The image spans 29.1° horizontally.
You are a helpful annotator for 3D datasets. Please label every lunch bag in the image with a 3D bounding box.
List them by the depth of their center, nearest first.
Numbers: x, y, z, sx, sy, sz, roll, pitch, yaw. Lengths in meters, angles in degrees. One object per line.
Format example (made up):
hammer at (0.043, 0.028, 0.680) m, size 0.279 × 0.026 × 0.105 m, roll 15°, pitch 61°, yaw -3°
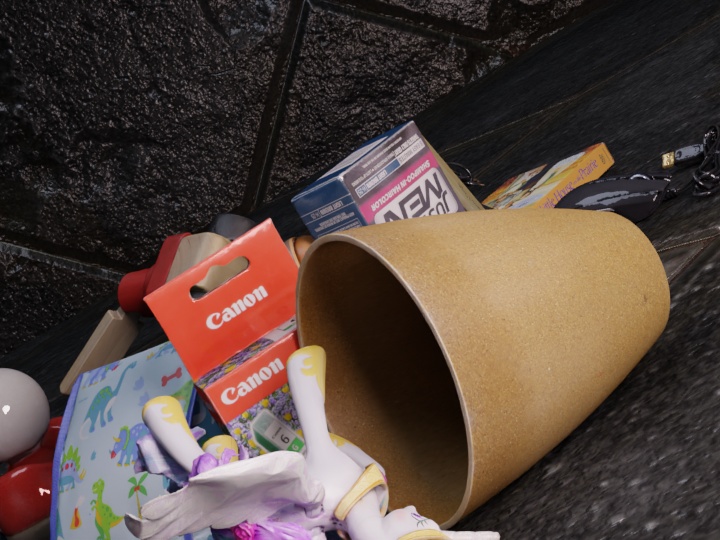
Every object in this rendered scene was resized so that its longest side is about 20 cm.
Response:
lunch bag at (-0.146, 0.164, 1.037) m, size 0.169 × 0.127 × 0.201 m, roll -23°, pitch 42°, yaw 37°

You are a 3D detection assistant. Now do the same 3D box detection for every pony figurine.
pony figurine at (-0.047, 0.135, 0.767) m, size 0.192 × 0.168 × 0.200 m, roll -17°, pitch 34°, yaw -25°

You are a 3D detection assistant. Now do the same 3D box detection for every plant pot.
plant pot at (0.090, 0.038, 0.869) m, size 0.199 × 0.188 × 0.186 m, roll -20°, pitch 4°, yaw -28°

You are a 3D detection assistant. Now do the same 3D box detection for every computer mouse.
computer mouse at (0.249, -0.082, 1.272) m, size 0.199 × 0.046 × 0.140 m, roll -24°, pitch 13°, yaw 35°

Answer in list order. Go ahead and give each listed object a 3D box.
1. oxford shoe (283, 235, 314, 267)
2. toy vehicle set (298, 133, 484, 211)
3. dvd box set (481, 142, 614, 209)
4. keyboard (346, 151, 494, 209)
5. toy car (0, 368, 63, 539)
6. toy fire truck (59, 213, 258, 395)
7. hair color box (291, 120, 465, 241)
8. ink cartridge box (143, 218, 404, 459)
oxford shoe at (0.000, 0.000, 1.073) m, size 0.071 × 0.072 × 0.200 m, roll -27°, pitch -16°, yaw 17°
toy vehicle set at (0.049, -0.035, 1.263) m, size 0.124 × 0.200 × 0.027 m, roll -29°, pitch 46°, yaw 18°
dvd box set at (0.165, -0.063, 1.478) m, size 0.146 × 0.030 × 0.200 m, roll -20°, pitch 14°, yaw 47°
keyboard at (0.061, -0.067, 1.280) m, size 0.104 × 0.199 × 0.040 m, roll -47°, pitch 39°, yaw 33°
toy car at (-0.338, 0.160, 1.387) m, size 0.183 × 0.201 × 0.177 m, roll -28°, pitch 10°, yaw 12°
toy fire truck at (-0.136, 0.058, 1.149) m, size 0.199 × 0.176 × 0.129 m, roll -8°, pitch 55°, yaw 40°
hair color box at (0.045, 0.004, 1.013) m, size 0.060 × 0.201 × 0.100 m, roll -21°, pitch 14°, yaw 46°
ink cartridge box at (-0.047, 0.077, 0.930) m, size 0.109 × 0.201 × 0.050 m, roll -33°, pitch 10°, yaw -12°
